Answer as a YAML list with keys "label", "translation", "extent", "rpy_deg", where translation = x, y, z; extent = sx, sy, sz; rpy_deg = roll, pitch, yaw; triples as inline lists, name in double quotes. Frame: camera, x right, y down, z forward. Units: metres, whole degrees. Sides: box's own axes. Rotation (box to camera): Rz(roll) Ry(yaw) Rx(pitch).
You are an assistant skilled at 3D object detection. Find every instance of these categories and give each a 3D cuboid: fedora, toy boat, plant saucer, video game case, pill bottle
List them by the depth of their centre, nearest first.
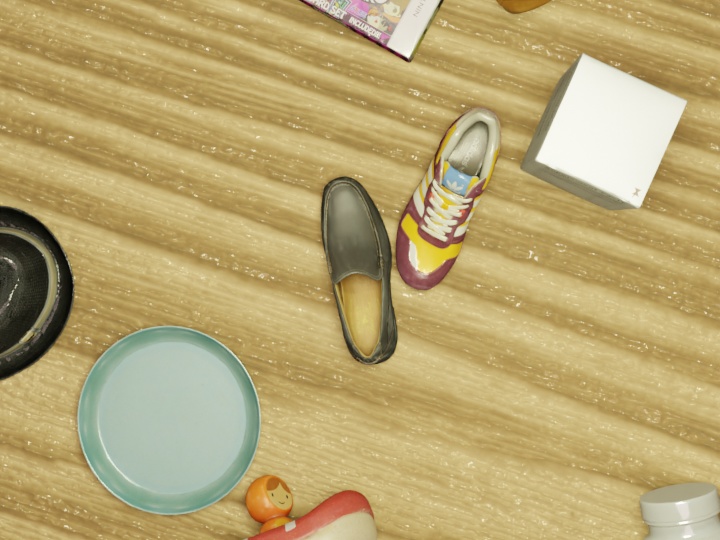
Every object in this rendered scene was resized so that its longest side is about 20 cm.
- label: "pill bottle"
  translation: [0.345, 0.326, 1.370]
  extent: [0.111, 0.112, 0.202]
  rpy_deg: [-11, 91, 3]
- label: "toy boat"
  translation: [-0.084, 0.276, 1.400]
  extent: [0.198, 0.131, 0.132]
  rpy_deg: [-21, 62, 3]
- label: "video game case"
  translation: [0.009, -0.347, 1.404]
  extent: [0.199, 0.036, 0.182]
  rpy_deg: [30, 92, 2]
- label: "fedora"
  translation: [-0.405, 0.027, 1.407]
  extent: [0.198, 0.092, 0.203]
  rpy_deg: [0, 91, 3]
- label: "plant saucer"
  translation: [-0.204, 0.159, 1.435]
  extent: [0.198, 0.027, 0.203]
  rpy_deg: [0, 92, 2]

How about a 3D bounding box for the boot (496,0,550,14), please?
- label: "boot"
  translation: [0.222, -0.325, 1.340]
  extent: [0.200, 0.144, 0.071]
  rpy_deg: [-36, 91, 3]

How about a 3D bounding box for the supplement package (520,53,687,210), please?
- label: "supplement package"
  translation: [0.235, -0.131, 1.317]
  extent: [0.113, 0.200, 0.110]
  rpy_deg: [24, 93, 1]

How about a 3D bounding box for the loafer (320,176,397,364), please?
- label: "loafer"
  translation: [0.000, 0.000, 1.397]
  extent: [0.072, 0.072, 0.202]
  rpy_deg: [-14, 90, 4]

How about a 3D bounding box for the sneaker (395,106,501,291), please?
- label: "sneaker"
  translation: [0.088, -0.075, 1.381]
  extent: [0.074, 0.090, 0.202]
  rpy_deg: [20, 92, 2]
